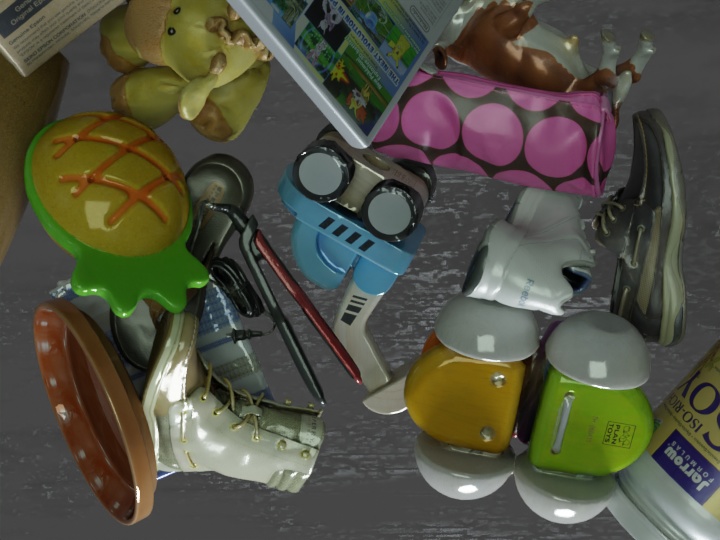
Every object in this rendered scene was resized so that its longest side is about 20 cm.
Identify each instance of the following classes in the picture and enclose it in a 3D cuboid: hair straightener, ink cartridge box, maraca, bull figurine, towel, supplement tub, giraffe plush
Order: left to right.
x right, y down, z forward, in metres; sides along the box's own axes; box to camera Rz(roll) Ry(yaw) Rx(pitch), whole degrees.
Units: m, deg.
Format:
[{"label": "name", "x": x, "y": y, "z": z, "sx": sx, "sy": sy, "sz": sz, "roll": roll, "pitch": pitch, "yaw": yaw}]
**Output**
[{"label": "ink cartridge box", "x": -0.256, "y": -0.270, "z": 1.100, "sx": 0.165, "sy": 0.075, "sz": 0.200, "roll": -40, "pitch": 52, "yaw": -4}, {"label": "maraca", "x": -0.195, "y": -0.047, "z": 1.120, "sx": 0.137, "sy": 0.107, "sz": 0.200, "roll": -6, "pitch": 57, "yaw": -30}, {"label": "towel", "x": -0.169, "y": 0.076, "z": 1.241, "sx": 0.147, "sy": 0.024, "sz": 0.200, "roll": -23, "pitch": 98, "yaw": 6}, {"label": "giraffe plush", "x": -0.126, "y": -0.186, "z": 1.125, "sx": 0.200, "sy": 0.162, "sz": 0.173, "roll": -7, "pitch": 98, "yaw": 7}, {"label": "hair straightener", "x": -0.082, "y": 0.030, "z": 1.157, "sx": 0.077, "sy": 0.041, "sz": 0.200, "roll": -34, "pitch": 99, "yaw": -1}, {"label": "bull figurine", "x": 0.139, "y": -0.185, "z": 1.143, "sx": 0.200, "sy": 0.065, "sz": 0.121, "roll": 33, "pitch": 133, "yaw": -8}, {"label": "supplement tub", "x": 0.308, "y": 0.149, "z": 1.146, "sx": 0.145, "sy": 0.145, "sz": 0.200, "roll": 40, "pitch": 99, "yaw": -2}]

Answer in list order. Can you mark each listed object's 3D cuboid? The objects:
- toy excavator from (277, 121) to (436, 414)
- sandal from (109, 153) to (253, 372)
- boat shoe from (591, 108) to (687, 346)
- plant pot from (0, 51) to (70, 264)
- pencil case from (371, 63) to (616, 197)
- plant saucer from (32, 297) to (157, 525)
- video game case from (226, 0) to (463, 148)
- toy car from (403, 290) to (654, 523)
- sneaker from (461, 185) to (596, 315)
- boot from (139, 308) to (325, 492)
[{"label": "toy excavator", "x": 0.000, "y": 0.000, "z": 1.189, "sx": 0.194, "sy": 0.100, "sz": 0.200, "roll": 30, "pitch": 114, "yaw": -1}, {"label": "sandal", "x": -0.153, "y": -0.006, "z": 1.187, "sx": 0.082, "sy": 0.055, "sz": 0.200, "roll": 31, "pitch": 99, "yaw": -3}, {"label": "boat shoe", "x": 0.230, "y": -0.033, "z": 1.162, "sx": 0.073, "sy": 0.074, "sz": 0.200, "roll": -3, "pitch": 97, "yaw": 5}, {"label": "plant pot", "x": -0.333, "y": -0.116, "z": 1.161, "sx": 0.186, "sy": 0.186, "sz": 0.200, "roll": 33, "pitch": 85, "yaw": 0}, {"label": "pencil case", "x": 0.104, "y": -0.120, "z": 1.112, "sx": 0.200, "sy": 0.091, "sz": 0.094, "roll": 12, "pitch": 121, "yaw": 12}, {"label": "plant saucer", "x": -0.221, "y": 0.116, "z": 1.178, "sx": 0.032, "sy": 0.200, "sz": 0.200, "roll": -23, "pitch": 97, "yaw": -26}, {"label": "video game case", "x": -0.009, "y": -0.222, "z": 1.028, "sx": 0.200, "sy": 0.022, "sz": 0.182, "roll": 47, "pitch": 66, "yaw": -37}, {"label": "toy car", "x": 0.140, "y": 0.096, "z": 1.145, "sx": 0.200, "sy": 0.150, "sz": 0.175, "roll": 12, "pitch": 113, "yaw": 6}, {"label": "sneaker", "x": 0.147, "y": -0.015, "z": 1.113, "sx": 0.087, "sy": 0.200, "sz": 0.075, "roll": 26, "pitch": 123, "yaw": 11}, {"label": "boot", "x": -0.104, "y": 0.113, "z": 1.162, "sx": 0.155, "sy": 0.072, "sz": 0.200, "roll": 12, "pitch": 138, "yaw": -2}]
